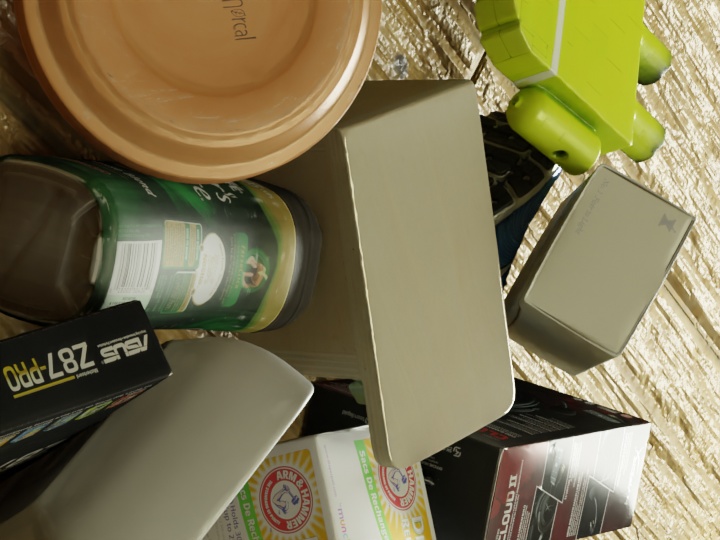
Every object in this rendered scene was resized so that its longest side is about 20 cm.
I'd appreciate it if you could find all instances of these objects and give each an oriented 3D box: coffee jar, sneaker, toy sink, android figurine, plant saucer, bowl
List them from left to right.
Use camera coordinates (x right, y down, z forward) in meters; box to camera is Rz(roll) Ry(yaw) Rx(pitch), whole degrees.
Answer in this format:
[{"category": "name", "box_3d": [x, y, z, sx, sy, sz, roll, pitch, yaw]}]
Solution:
[{"category": "bowl", "box_3d": [-0.133, 0.117, 1.481, 0.075, 0.200, 0.200, 44, 60, -8]}, {"category": "coffee jar", "box_3d": [-0.111, -0.013, 1.497, 0.199, 0.104, 0.086, 3, 100, -56]}, {"category": "plant saucer", "box_3d": [-0.080, -0.146, 1.448, 0.199, 0.032, 0.202, 1, 88, -22]}, {"category": "toy sink", "box_3d": [0.000, 0.000, 1.631, 0.130, 0.111, 0.202, -24, 110, -48]}, {"category": "sneaker", "box_3d": [0.064, -0.017, 1.786, 0.200, 0.078, 0.089, -50, 151, -20]}, {"category": "android figurine", "box_3d": [0.128, -0.155, 1.773, 0.200, 0.041, 0.183, 35, 50, -40]}]

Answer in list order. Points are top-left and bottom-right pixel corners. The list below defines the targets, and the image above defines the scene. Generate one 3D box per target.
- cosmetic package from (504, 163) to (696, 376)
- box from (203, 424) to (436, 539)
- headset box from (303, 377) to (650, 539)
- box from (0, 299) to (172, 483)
[{"category": "cosmetic package", "box_3d": [0.146, 0.003, 1.803, 0.104, 0.073, 0.200, -60, 179, -8]}, {"category": "box", "box_3d": [-0.019, 0.198, 1.648, 0.101, 0.112, 0.202, -3, 79, -55]}, {"category": "headset box", "box_3d": [0.067, 0.118, 1.769, 0.199, 0.148, 0.078, -2, 106, -54]}, {"category": "box", "box_3d": [-0.211, 0.083, 1.358, 0.199, 0.161, 0.049, -18, 81, -51]}]
